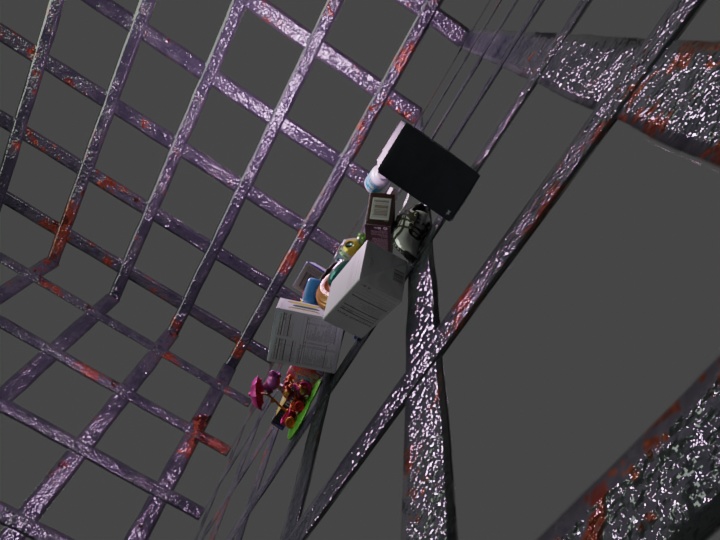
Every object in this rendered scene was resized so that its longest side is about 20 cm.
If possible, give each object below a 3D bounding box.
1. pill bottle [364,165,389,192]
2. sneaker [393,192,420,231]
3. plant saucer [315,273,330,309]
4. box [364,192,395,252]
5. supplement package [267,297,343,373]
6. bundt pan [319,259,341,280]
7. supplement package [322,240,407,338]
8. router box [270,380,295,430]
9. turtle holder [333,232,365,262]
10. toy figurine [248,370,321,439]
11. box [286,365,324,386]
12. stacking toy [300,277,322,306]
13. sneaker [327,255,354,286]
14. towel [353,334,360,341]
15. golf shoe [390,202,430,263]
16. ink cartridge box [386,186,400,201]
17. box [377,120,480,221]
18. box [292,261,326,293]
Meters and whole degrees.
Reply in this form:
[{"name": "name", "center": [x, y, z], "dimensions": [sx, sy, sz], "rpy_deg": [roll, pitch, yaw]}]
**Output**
[{"name": "pill bottle", "center": [0.094, -0.480, 2.944], "dimensions": [0.113, 0.109, 0.200], "rpy_deg": [-61, 7, -16]}, {"name": "sneaker", "center": [0.141, -0.148, 1.564], "dimensions": [0.116, 0.072, 0.205], "rpy_deg": [90, -159, -72]}, {"name": "plant saucer", "center": [-0.043, 0.044, 1.669], "dimensions": [0.194, 0.038, 0.202], "rpy_deg": [-15, 31, 9]}, {"name": "box", "center": [0.054, -0.107, 1.510], "dimensions": [0.202, 0.072, 0.103], "rpy_deg": [82, -165, -60]}, {"name": "supplement package", "center": [-0.154, 0.183, 1.616], "dimensions": [0.152, 0.194, 0.156], "rpy_deg": [-120, 41, -81]}, {"name": "bundt pan", "center": [-0.065, 0.075, 1.834], "dimensions": [0.200, 0.075, 0.207], "rpy_deg": [-29, 49, 40]}, {"name": "supplement package", "center": [0.010, 0.050, 1.355], "dimensions": [0.200, 0.117, 0.124], "rpy_deg": [-47, 24, 47]}, {"name": "router box", "center": [-0.230, 0.422, 1.944], "dimensions": [0.159, 0.051, 0.201], "rpy_deg": [-57, 8, 29]}, {"name": "turtle holder", "center": [-0.016, -0.044, 1.940], "dimensions": [0.143, 0.130, 0.185], "rpy_deg": [-60, 7, -12]}, {"name": "toy figurine", "center": [-0.240, 0.372, 1.694], "dimensions": [0.203, 0.181, 0.150], "rpy_deg": [-58, 7, 4]}, {"name": "box", "center": [-0.151, 0.263, 1.817], "dimensions": [0.095, 0.101, 0.203], "rpy_deg": [-52, 12, 43]}, {"name": "stacking toy", "center": [-0.162, 0.128, 1.791], "dimensions": [0.200, 0.114, 0.112], "rpy_deg": [-46, 23, 46]}, {"name": "sneaker", "center": [0.000, 0.000, 1.608], "dimensions": [0.196, 0.073, 0.080], "rpy_deg": [-29, 35, -9]}, {"name": "towel", "center": [0.039, 0.080, 1.512], "dimensions": [0.203, 0.023, 0.147], "rpy_deg": [-59, 7, 19]}, {"name": "golf shoe", "center": [0.128, -0.103, 1.392], "dimensions": [0.094, 0.077, 0.202], "rpy_deg": [-41, 25, 27]}, {"name": "ink cartridge box", "center": [0.092, -0.233, 2.259], "dimensions": [0.203, 0.044, 0.176], "rpy_deg": [-60, 7, 8]}, {"name": "box", "center": [0.145, -0.231, 1.275], "dimensions": [0.126, 0.197, 0.197], "rpy_deg": [-56, 8, 16]}, {"name": "box", "center": [-0.129, 0.059, 2.018], "dimensions": [0.107, 0.181, 0.200], "rpy_deg": [-59, -2, 0]}]
